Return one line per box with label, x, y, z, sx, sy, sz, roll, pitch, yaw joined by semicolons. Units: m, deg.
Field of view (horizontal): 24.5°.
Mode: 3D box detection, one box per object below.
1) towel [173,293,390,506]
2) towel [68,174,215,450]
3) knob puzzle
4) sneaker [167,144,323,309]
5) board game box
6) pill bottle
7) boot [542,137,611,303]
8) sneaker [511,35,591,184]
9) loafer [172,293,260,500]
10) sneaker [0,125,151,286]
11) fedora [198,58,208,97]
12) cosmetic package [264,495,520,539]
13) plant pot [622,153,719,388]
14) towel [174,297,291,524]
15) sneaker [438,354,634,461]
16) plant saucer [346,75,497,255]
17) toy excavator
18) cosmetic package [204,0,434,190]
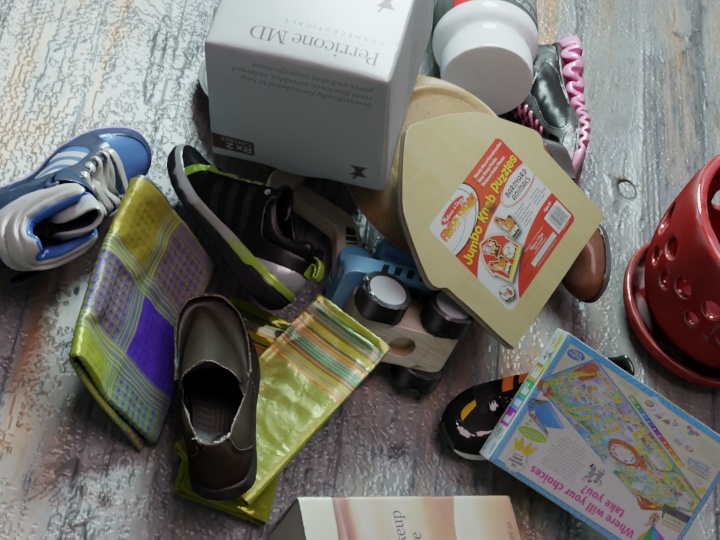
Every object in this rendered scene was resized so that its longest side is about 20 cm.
towel;-0.065;0.106;1.414;0.086;0.018;0.200;32;57;18
towel;-0.183;0.032;1.411;0.023;0.144;0.201;-4;48;26
knob puzzle;0.107;-0.055;1.508;0.218;0.030;0.222;8;73;-27
sneaker;-0.097;-0.052;1.498;0.200;0.083;0.072;52;7;27
board game box;0.225;0.163;1.501;0.199;0.034;0.135;34;88;-12
pill bottle;0.131;-0.267;1.761;0.113;0.114;0.201;16;46;-15
boot;0.142;-0.057;1.610;0.199;0.068;0.190;3;66;-39
sneaker;0.193;-0.168;1.771;0.094;0.079;0.201;3;51;-5
loafer;-0.116;0.089;1.365;0.072;0.072;0.201;-9;49;-5
sneaker;-0.234;-0.059;1.424;0.199;0.146;0.081;-30;116;-30
fedora;-0.052;-0.188;1.622;0.200;0.091;0.176;44;39;16
cosmetic package;0.031;0.248;1.381;0.198;0.087;0.104;2;58;-25
plant pot;0.374;0.010;1.650;0.199;0.183;0.202;13;52;-17
towel;-0.099;0.119;1.444;0.085;0.018;0.201;21;52;-11
sneaker;0.165;0.115;1.536;0.199;0.090;0.070;-10;62;-31
plant saucer;0.077;-0.103;1.558;0.199;0.035;0.202;12;61;-22
toy excavator;0.000;0.000;1.550;0.193;0.100;0.201;13;39;-16
cosmetic package;-0.031;-0.209;1.471;0.163;0.165;0.201;12;59;6
